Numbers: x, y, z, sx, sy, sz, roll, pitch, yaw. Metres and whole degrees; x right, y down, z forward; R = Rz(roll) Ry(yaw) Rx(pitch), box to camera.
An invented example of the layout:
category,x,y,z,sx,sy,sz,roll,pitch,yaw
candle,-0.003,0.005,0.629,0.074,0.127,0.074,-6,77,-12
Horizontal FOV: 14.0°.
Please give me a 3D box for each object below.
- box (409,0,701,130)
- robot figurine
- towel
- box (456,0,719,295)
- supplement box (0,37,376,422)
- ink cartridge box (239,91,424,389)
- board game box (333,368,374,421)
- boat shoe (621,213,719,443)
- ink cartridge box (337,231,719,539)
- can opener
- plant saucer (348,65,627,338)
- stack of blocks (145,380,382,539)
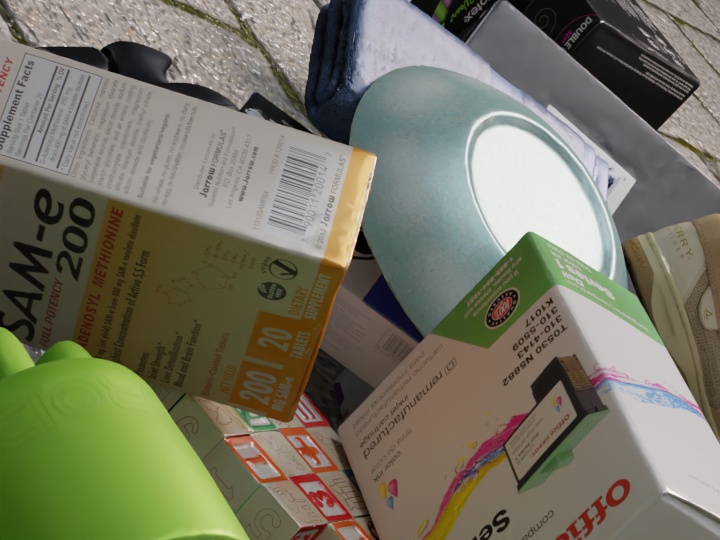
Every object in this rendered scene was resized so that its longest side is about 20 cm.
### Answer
category,x,y,z,sx,sy,sz,roll,pitch,yaw
box,0.099,-0.120,2.005,0.124,0.200,0.149,26,23,-45
robot figurine,-0.105,0.116,1.149,0.175,0.116,0.200,16,32,-53
towel,0.053,-0.065,1.568,0.200,0.049,0.112,37,40,-27
box,0.087,-0.027,1.744,0.200,0.123,0.198,40,-25,-7
supplement box,-0.106,-0.018,1.312,0.200,0.126,0.074,17,51,-3
ink cartridge box,0.000,0.000,1.500,0.200,0.044,0.094,36,37,0
board game box,0.098,0.104,1.640,0.200,0.105,0.103,33,21,-26
boat shoe,0.200,0.049,1.612,0.200,0.064,0.071,64,4,-46
ink cartridge box,0.086,0.103,1.351,0.084,0.145,0.200,32,21,-33
can opener,-0.105,-0.072,1.455,0.079,0.063,0.200,-6,17,-25
plant saucer,0.079,-0.025,1.494,0.201,0.039,0.201,30,43,-33
stack of blocks,-0.030,0.126,1.385,0.200,0.059,0.115,49,18,17
